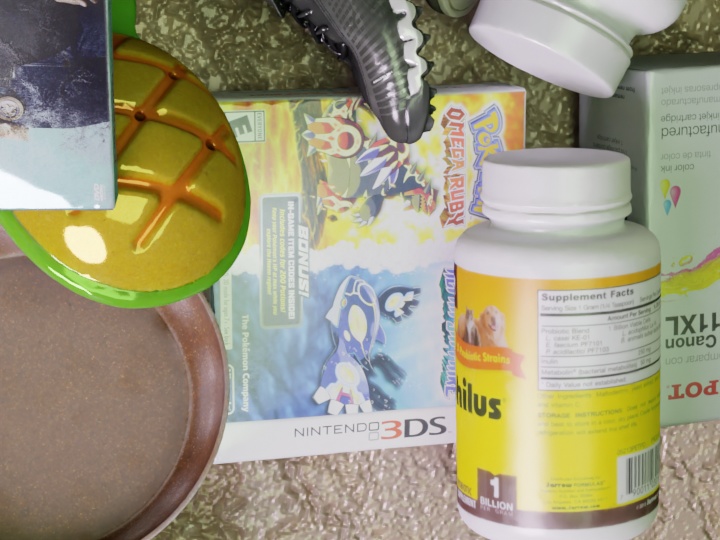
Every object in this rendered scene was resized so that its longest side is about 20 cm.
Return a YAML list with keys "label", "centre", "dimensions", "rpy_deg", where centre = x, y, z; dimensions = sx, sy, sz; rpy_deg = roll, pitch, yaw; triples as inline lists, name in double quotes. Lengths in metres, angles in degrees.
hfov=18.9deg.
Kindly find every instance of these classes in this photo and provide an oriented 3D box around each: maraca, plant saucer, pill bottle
- label: "maraca"
  centre: [-0.133, -0.071, 1.086]
  dimensions: [0.137, 0.107, 0.200]
  rpy_deg: [-20, 73, -33]
- label: "plant saucer"
  centre: [-0.167, 0.063, 1.106]
  dimensions: [0.200, 0.034, 0.201]
  rpy_deg: [2, 68, -4]
- label: "pill bottle"
  centre: [0.138, -0.199, 1.147]
  dimensions: [0.112, 0.112, 0.200]
  rpy_deg: [27, 85, -20]
- label: "pill bottle"
  centre: [0.104, 0.039, 1.145]
  dimensions: [0.109, 0.109, 0.200]
  rpy_deg: [-4, 101, -17]

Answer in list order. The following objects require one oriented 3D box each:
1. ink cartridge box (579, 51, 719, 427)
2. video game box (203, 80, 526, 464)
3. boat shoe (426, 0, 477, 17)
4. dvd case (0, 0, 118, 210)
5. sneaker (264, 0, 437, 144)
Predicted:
- label: "ink cartridge box"
  centre: [0.205, -0.020, 1.221]
  dimensions: [0.146, 0.083, 0.200]
  rpy_deg: [-6, 101, -21]
- label: "video game box"
  centre: [0.000, 0.000, 1.184]
  dimensions: [0.182, 0.047, 0.200]
  rpy_deg: [-4, 101, -20]
- label: "boat shoe"
  centre: [0.041, -0.238, 1.155]
  dimensions: [0.067, 0.057, 0.200]
  rpy_deg: [-16, 112, -51]
- label: "dvd case"
  centre: [-0.213, -0.096, 0.987]
  dimensions: [0.200, 0.022, 0.146]
  rpy_deg: [1, 111, -1]
- label: "sneaker"
  centre: [-0.024, -0.154, 1.129]
  dimensions: [0.090, 0.066, 0.200]
  rpy_deg: [-19, 89, -4]
